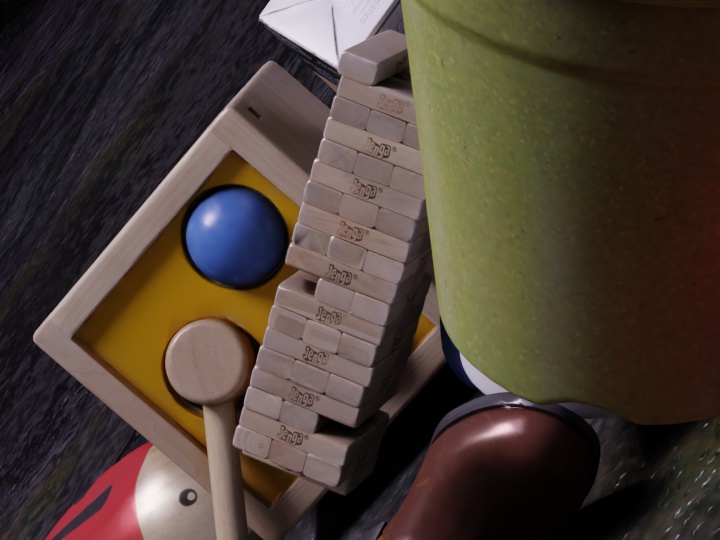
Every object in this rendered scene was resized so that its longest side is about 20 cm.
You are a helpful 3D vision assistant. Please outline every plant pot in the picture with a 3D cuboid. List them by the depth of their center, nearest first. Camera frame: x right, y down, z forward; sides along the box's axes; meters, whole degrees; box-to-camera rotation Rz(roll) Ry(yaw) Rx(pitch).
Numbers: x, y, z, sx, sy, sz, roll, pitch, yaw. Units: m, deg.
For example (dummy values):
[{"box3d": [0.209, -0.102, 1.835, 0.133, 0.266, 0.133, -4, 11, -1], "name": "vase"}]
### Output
[{"box3d": [0.092, -0.060, 0.917, 0.201, 0.200, 0.184, -74, -11, -54], "name": "plant pot"}]

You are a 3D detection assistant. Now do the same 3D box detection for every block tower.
[{"box3d": [0.000, 0.000, 1.267, 0.054, 0.058, 0.200, -35, -37, -65], "name": "block tower"}]

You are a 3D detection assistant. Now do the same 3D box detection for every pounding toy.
[{"box3d": [-0.049, 0.045, 1.384, 0.200, 0.184, 0.142, -48, 4, 19], "name": "pounding toy"}]

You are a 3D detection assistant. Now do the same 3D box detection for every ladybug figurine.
[{"box3d": [-0.119, 0.150, 1.521, 0.200, 0.072, 0.136, -42, 19, 37], "name": "ladybug figurine"}]

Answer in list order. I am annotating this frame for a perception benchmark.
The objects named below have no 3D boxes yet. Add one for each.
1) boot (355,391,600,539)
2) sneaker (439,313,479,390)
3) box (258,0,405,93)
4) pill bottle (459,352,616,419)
[{"box3d": [0.014, 0.159, 1.102, 0.188, 0.068, 0.200, -39, 21, 42], "name": "boot"}, {"box3d": [0.103, -0.017, 1.218, 0.200, 0.075, 0.088, -52, 20, 20], "name": "sneaker"}, {"box3d": [0.050, -0.109, 1.362, 0.060, 0.200, 0.117, 34, 86, 36], "name": "box"}, {"box3d": [0.084, -0.051, 1.104, 0.113, 0.113, 0.200, -80, -10, -60], "name": "pill bottle"}]
